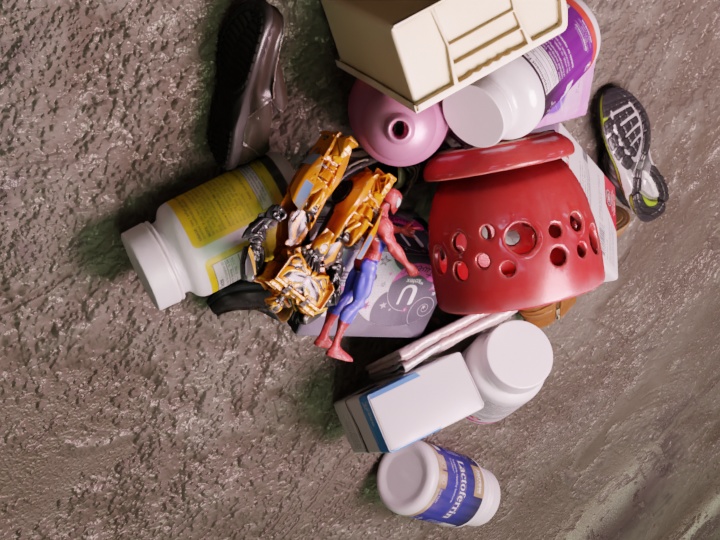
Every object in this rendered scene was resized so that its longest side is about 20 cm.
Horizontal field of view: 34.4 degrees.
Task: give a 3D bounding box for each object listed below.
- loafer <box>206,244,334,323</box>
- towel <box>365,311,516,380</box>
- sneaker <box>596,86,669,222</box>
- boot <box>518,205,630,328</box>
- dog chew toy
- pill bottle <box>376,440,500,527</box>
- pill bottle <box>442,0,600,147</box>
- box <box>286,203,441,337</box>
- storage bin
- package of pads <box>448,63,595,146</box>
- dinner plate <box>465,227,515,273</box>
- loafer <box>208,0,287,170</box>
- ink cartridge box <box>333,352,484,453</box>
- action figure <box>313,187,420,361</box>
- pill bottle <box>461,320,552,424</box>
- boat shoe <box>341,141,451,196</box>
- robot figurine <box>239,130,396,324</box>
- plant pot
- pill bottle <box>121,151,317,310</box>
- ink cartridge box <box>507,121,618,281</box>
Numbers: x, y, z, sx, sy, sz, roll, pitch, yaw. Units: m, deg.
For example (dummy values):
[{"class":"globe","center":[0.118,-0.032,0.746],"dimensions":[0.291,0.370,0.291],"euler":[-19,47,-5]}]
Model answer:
[{"class":"loafer","center":[-0.107,0.030,1.365],"dimensions":[0.073,0.199,0.073],"euler":[-32,98,-44]},{"class":"towel","center":[0.112,0.094,1.586],"dimensions":[0.190,0.032,0.200],"euler":[-26,176,-15]},{"class":"sneaker","center":[0.359,-0.162,1.611],"dimensions":[0.073,0.081,0.201],"euler":[-29,117,-16]},{"class":"boot","center":[0.307,-0.004,1.704],"dimensions":[0.198,0.074,0.155],"euler":[-24,135,-1]},{"class":"dog chew toy","center":[0.044,-0.170,1.284],"dimensions":[0.123,0.200,0.126],"euler":[1,106,3]},{"class":"pill bottle","center":[0.127,0.338,1.820],"dimensions":[0.199,0.116,0.116],"euler":[25,108,-46]},{"class":"pill bottle","center":[0.174,-0.220,1.275],"dimensions":[0.200,0.112,0.113],"euler":[-46,145,-35]},{"class":"box","center":[0.000,0.000,1.454],"dimensions":[0.199,0.115,0.133],"euler":[3,123,-37]},{"class":"storage bin","center":[0.083,-0.275,1.217],"dimensions":[0.197,0.200,0.094],"euler":[-29,121,-12]},{"class":"package of pads","center":[0.196,-0.234,1.431],"dimensions":[0.198,0.076,0.121],"euler":[-17,128,-24]},{"class":"dinner plate","center":[0.169,-0.056,1.509],"dimensions":[0.024,0.202,0.199],"euler":[-16,156,41]},{"class":"loafer","center":[-0.113,-0.202,1.249],"dimensions":[0.071,0.073,0.201],"euler":[-12,139,-34]},{"class":"ink cartridge box","center":[0.060,0.184,1.592],"dimensions":[0.144,0.084,0.200],"euler":[-24,178,-17]},{"class":"action figure","center":[0.025,0.006,1.346],"dimensions":[0.098,0.065,0.202],"euler":[14,99,-30]},{"class":"pill bottle","center":[0.197,0.144,1.653],"dimensions":[0.113,0.114,0.200],"euler":[-24,168,-17]},{"class":"boat shoe","center":[0.034,-0.117,1.413],"dimensions":[0.198,0.073,0.075],"euler":[-11,130,-28]},{"class":"robot figurine","center":[-0.046,-0.042,1.255],"dimensions":[0.145,0.058,0.201],"euler":[38,72,-35]},{"class":"plant pot","center":[0.171,-0.060,1.343],"dimensions":[0.199,0.200,0.185],"euler":[-13,97,-26]},{"class":"pill bottle","center":[-0.159,-0.043,1.307],"dimensions":[0.199,0.114,0.115],"euler":[-27,136,-14]},{"class":"ink cartridge box","center":[0.265,-0.083,1.536],"dimensions":[0.083,0.146,0.200],"euler":[-11,152,30]}]
